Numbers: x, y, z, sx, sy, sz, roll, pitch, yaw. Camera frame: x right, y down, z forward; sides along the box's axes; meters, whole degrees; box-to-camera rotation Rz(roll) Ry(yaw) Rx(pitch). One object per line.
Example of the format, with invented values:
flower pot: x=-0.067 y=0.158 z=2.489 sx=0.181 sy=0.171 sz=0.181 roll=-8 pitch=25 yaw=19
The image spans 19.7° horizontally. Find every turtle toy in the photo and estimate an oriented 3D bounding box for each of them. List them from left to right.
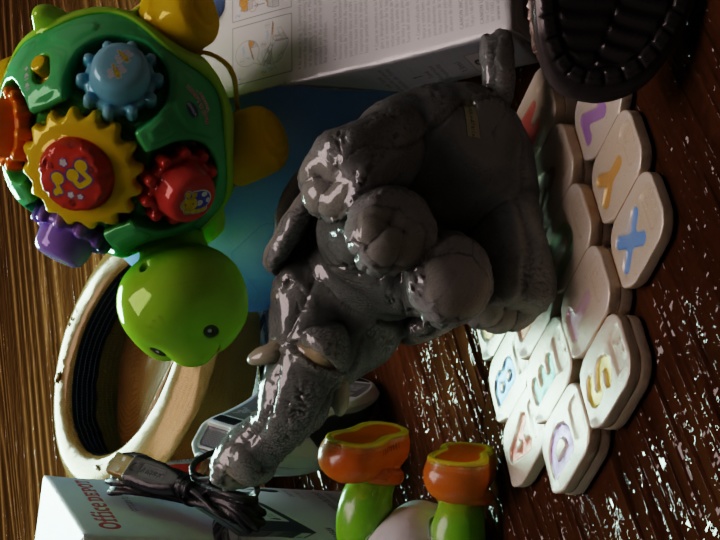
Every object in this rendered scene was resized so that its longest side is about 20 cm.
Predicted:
turtle toy: x=-0.117 y=-0.046 z=1.063 sx=0.200 sy=0.146 sz=0.101 roll=61 pitch=-154 yaw=-16

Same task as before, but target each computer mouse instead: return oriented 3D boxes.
computer mouse: x=-0.053 y=0.105 z=1.193 sx=0.110 sy=0.200 sz=0.044 roll=4 pitch=105 yaw=32

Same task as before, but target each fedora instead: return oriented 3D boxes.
fedora: x=-0.124 y=0.063 z=1.354 sx=0.201 sy=0.082 sz=0.201 roll=-23 pitch=60 yaw=47

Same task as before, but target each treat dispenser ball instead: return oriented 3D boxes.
treat dispenser ball: x=-0.065 y=-0.076 z=1.205 sx=0.201 sy=0.201 sz=0.201 roll=-175 pitch=90 yaw=-72

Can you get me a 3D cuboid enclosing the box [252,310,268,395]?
box: x=-0.044 y=0.001 z=1.370 sx=0.161 sy=0.049 sz=0.200 roll=112 pitch=156 yaw=-48

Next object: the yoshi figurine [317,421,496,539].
yoshi figurine: x=0.011 y=0.185 z=1.055 sx=0.112 sy=0.112 sz=0.200 roll=-149 pitch=63 yaw=-63

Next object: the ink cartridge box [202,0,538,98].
ink cartridge box: x=-0.002 y=-0.168 z=1.100 sx=0.200 sy=0.050 sz=0.162 roll=-12 pitch=69 yaw=30

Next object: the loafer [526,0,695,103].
loafer: x=0.112 y=-0.169 z=0.916 sx=0.071 sy=0.073 sz=0.200 roll=144 pitch=134 yaw=-81

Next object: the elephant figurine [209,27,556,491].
elephant figurine: x=0.000 y=0.000 z=1.029 sx=0.200 sy=0.155 sz=0.142 roll=-45 pitch=66 yaw=54

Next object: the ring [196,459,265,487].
ring: x=-0.092 y=0.208 z=1.338 sx=0.200 sy=0.019 sz=0.201 roll=1 pitch=-90 yaw=-75

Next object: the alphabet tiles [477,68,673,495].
alphabet tiles: x=0.095 y=0.001 z=0.991 sx=0.196 sy=0.015 sz=0.200 roll=113 pitch=155 yaw=-44

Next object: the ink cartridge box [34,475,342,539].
ink cartridge box: x=-0.077 y=0.174 z=1.170 sx=0.145 sy=0.200 sz=0.084 roll=-157 pitch=73 yaw=-71

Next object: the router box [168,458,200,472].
router box: x=-0.129 y=0.234 z=1.483 sx=0.200 sy=0.049 sz=0.180 roll=97 pitch=170 yaw=-66
